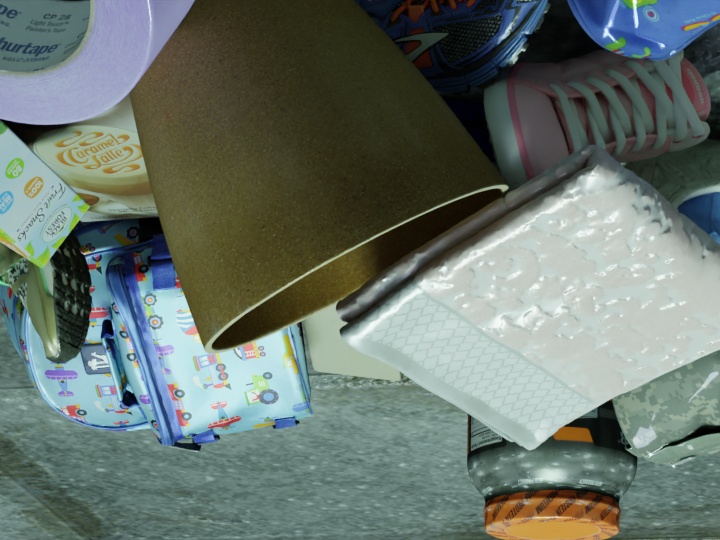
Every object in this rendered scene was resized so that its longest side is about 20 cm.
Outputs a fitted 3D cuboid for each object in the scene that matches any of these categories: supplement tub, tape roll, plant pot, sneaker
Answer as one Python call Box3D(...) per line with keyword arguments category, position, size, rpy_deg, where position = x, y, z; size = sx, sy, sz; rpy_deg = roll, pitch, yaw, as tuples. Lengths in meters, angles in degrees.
Box3D(category="supplement tub", position=(0.137, 0.089, 1.655), size=(0.122, 0.201, 0.123), rpy_deg=(1, 163, 0))
Box3D(category="tape roll", position=(-0.181, -0.170, 1.156), size=(0.200, 0.066, 0.200), rpy_deg=(16, 137, 15))
Box3D(category="plant pot", position=(-0.046, -0.087, 1.255), size=(0.186, 0.200, 0.186), rpy_deg=(-27, 174, -3))
Box3D(category="sneaker", position=(0.033, -0.140, 1.308), size=(0.200, 0.075, 0.078), rpy_deg=(-28, 122, 36))
Box3D(category="sneaker", position=(0.188, -0.010, 1.448), size=(0.077, 0.112, 0.200), rpy_deg=(22, -151, 26))
Box3D(category="sneaker", position=(-0.231, -0.023, 1.435), size=(0.088, 0.200, 0.077), rpy_deg=(-27, 159, 7))
Box3D(category="sneaker", position=(0.142, -0.095, 1.332), size=(0.104, 0.076, 0.200), rpy_deg=(-14, -176, 22))

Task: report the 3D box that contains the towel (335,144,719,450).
Box3D(category="towel", position=(0.114, 0.023, 1.318), size=(0.191, 0.032, 0.200), rpy_deg=(-32, 139, 24))

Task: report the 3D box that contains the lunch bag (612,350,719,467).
Box3D(category="lunch bag", position=(0.261, 0.036, 1.568), size=(0.200, 0.168, 0.139), rpy_deg=(-19, 149, 42))

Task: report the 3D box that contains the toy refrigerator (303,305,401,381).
Box3D(category="toy refrigerator", position=(0.000, 0.000, 1.523), size=(0.070, 0.076, 0.200), rpy_deg=(6, 156, 7))

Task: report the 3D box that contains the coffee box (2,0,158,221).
Box3D(category="coffee box", position=(-0.154, -0.106, 1.392), size=(0.114, 0.080, 0.200), rpy_deg=(-4, 156, 17))

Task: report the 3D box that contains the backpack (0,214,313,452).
Box3D(category="backpack", position=(-0.140, 0.028, 1.528), size=(0.199, 0.135, 0.183), rpy_deg=(-8, 123, -1))

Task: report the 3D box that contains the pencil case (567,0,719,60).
Box3D(category="pencil case", position=(0.197, -0.171, 1.196), size=(0.078, 0.087, 0.200), rpy_deg=(-16, 176, -44))

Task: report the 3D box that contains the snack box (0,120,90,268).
Box3D(category="snack box", position=(-0.266, -0.090, 1.338), size=(0.200, 0.053, 0.142), rpy_deg=(30, 170, 39))

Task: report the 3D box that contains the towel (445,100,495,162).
Box3D(category="towel", position=(0.025, -0.051, 1.543), size=(0.147, 0.050, 0.200), rpy_deg=(2, 157, 1))

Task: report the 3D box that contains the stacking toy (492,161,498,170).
Box3D(category="stacking toy", position=(0.084, 0.001, 1.511), size=(0.085, 0.086, 0.200), rpy_deg=(4, 161, -4))
